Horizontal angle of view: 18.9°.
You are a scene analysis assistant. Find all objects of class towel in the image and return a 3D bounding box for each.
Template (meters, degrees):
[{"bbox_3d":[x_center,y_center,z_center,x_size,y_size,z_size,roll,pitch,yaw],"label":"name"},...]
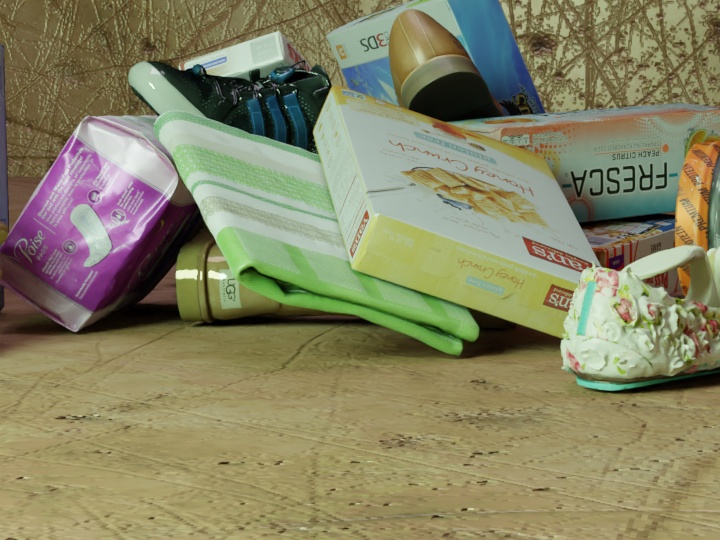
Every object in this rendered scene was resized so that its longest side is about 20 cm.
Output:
[{"bbox_3d":[-0.030,-0.021,1.184,0.149,0.031,0.200,16,21,-24],"label":"towel"}]

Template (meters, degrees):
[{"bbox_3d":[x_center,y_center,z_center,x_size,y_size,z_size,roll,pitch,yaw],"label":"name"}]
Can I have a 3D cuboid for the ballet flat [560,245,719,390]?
[{"bbox_3d":[0.174,0.019,1.064,0.076,0.064,0.200,3,5,41],"label":"ballet flat"}]

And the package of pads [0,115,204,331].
[{"bbox_3d":[-0.148,-0.035,1.331,0.076,0.121,0.200,33,7,3],"label":"package of pads"}]

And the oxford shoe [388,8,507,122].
[{"bbox_3d":[0.057,-0.110,1.427,0.071,0.071,0.200,-23,-25,-2],"label":"oxford shoe"}]

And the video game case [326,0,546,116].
[{"bbox_3d":[0.070,-0.101,1.576,0.045,0.200,0.181,-28,10,-26],"label":"video game case"}]

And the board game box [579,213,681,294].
[{"bbox_3d":[0.105,-0.013,1.420,0.200,0.046,0.151,7,12,33],"label":"board game box"}]

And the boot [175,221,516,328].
[{"bbox_3d":[0.000,0.000,1.326,0.200,0.066,0.175,0,17,7],"label":"boot"}]

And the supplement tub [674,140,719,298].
[{"bbox_3d":[0.287,-0.024,1.224,0.200,0.123,0.123,3,6,23],"label":"supplement tub"}]

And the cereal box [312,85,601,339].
[{"bbox_3d":[0.054,-0.035,1.217,0.144,0.040,0.200,18,21,-16],"label":"cereal box"}]

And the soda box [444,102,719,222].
[{"bbox_3d":[0.151,-0.069,1.402,0.200,0.068,0.064,-6,10,-32],"label":"soda box"}]

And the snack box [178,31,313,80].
[{"bbox_3d":[-0.052,-0.105,1.474,0.072,0.024,0.200,-17,-22,13],"label":"snack box"}]

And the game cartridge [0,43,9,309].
[{"bbox_3d":[-0.285,-0.073,1.349,0.130,0.200,0.038,0,9,2],"label":"game cartridge"}]

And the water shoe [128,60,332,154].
[{"bbox_3d":[-0.058,-0.104,1.371,0.200,0.079,0.072,25,11,-39],"label":"water shoe"}]

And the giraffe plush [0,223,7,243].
[{"bbox_3d":[-0.275,-0.020,1.144,0.162,0.173,0.200,10,-31,2],"label":"giraffe plush"}]
